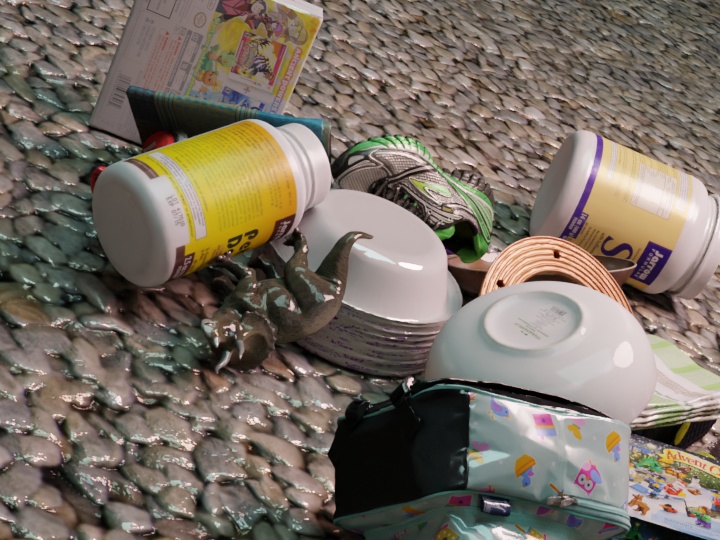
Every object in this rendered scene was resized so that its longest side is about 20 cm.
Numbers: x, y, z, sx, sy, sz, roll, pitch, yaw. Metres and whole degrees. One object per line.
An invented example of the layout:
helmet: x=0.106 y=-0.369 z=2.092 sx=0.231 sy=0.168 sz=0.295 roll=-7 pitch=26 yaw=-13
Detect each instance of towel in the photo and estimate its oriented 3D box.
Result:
towel: x=-0.123 y=-0.130 z=1.633 sx=0.199 sy=0.022 sz=0.147 roll=12 pitch=-19 yaw=4
towel: x=0.243 y=0.092 z=1.502 sx=0.199 sy=0.031 sz=0.149 roll=-3 pitch=27 yaw=-39

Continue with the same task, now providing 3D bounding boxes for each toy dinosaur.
toy dinosaur: x=-0.068 y=0.026 z=1.427 sx=0.199 sy=0.077 sz=0.103 roll=-19 pitch=67 yaw=-33

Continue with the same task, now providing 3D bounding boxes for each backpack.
backpack: x=0.097 y=0.161 z=1.210 sx=0.199 sy=0.176 sz=0.154 roll=4 pitch=71 yaw=-29

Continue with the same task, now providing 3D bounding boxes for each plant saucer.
plant saucer: x=0.182 y=0.005 z=1.712 sx=0.199 sy=0.032 sz=0.200 roll=1 pitch=8 yaw=0

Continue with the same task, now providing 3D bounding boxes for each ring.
ring: x=0.186 y=0.066 z=1.566 sx=0.199 sy=0.019 sz=0.202 roll=14 pitch=64 yaw=-31

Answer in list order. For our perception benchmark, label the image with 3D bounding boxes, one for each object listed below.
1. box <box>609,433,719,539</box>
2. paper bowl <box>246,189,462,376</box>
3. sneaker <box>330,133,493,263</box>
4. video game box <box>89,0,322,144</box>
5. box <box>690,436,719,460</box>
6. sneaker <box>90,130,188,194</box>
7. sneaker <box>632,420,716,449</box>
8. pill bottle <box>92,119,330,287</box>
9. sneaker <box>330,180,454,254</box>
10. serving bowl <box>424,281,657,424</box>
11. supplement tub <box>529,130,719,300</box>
box: x=0.240 y=0.187 z=1.361 sx=0.199 sy=0.038 sz=0.137 roll=16 pitch=25 yaw=5
paper bowl: x=0.000 y=0.000 z=1.548 sx=0.200 sy=0.105 sz=0.201 roll=20 pitch=26 yaw=-10
sneaker: x=0.057 y=-0.070 z=1.644 sx=0.199 sy=0.078 sz=0.086 roll=21 pitch=48 yaw=-30
video game box: x=-0.156 y=-0.207 z=1.694 sx=0.181 sy=0.201 sz=0.047 roll=22 pitch=23 yaw=-8
box: x=0.311 y=0.203 z=1.500 sx=0.075 sy=0.050 sz=0.200 roll=36 pitch=27 yaw=24
sneaker: x=-0.207 y=-0.083 z=1.554 sx=0.084 sy=0.077 sz=0.200 roll=15 pitch=25 yaw=-10
sneaker: x=0.289 y=0.133 z=1.606 sx=0.078 sy=0.066 sz=0.200 roll=31 pitch=23 yaw=21
pill bottle: x=-0.124 y=-0.065 z=1.445 sx=0.199 sy=0.110 sz=0.109 roll=-23 pitch=50 yaw=-36
sneaker: x=0.034 y=-0.050 z=1.707 sx=0.199 sy=0.081 sz=0.083 roll=1 pitch=36 yaw=-42
serving bowl: x=0.149 y=0.067 z=1.411 sx=0.199 sy=0.066 sz=0.201 roll=-6 pitch=33 yaw=4
supplement tub: x=0.308 y=-0.060 z=1.911 sx=0.199 sy=0.146 sz=0.146 roll=23 pitch=24 yaw=-6
